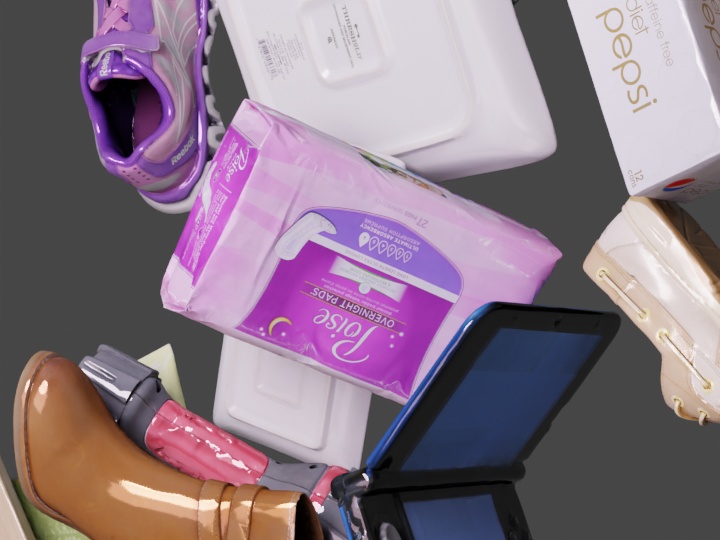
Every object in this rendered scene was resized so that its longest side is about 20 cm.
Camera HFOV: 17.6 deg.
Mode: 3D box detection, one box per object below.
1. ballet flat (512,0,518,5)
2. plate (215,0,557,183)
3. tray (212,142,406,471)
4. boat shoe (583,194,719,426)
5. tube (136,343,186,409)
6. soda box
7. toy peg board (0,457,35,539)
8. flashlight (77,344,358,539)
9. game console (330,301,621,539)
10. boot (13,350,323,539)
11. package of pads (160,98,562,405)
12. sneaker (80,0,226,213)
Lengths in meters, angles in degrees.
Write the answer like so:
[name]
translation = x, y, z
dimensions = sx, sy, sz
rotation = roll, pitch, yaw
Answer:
[ballet flat]
translation = 0.013, -0.211, 1.349
dimensions = 0.072, 0.072, 0.200
rotation = -48, 68, 17
[plate]
translation = -0.003, -0.137, 1.325
dimensions = 0.199, 0.032, 0.201
rotation = -12, 101, 38
[tray]
translation = -0.036, 0.019, 1.361
dimensions = 0.107, 0.022, 0.201
rotation = 20, 112, 28
[boat shoe]
translation = 0.190, 0.049, 1.245
dimensions = 0.069, 0.074, 0.200
rotation = -45, 59, 21
[tube]
translation = -0.117, 0.150, 1.412
dimensions = 0.201, 0.058, 0.052
rotation = 69, 155, 18
[soda box]
translation = 0.159, -0.141, 1.262
dimensions = 0.068, 0.064, 0.201
rotation = -26, 72, 33
[toy peg board]
translation = -0.288, 0.202, 1.487
dimensions = 0.199, 0.098, 0.201
rotation = -28, 75, 7
[flashlight]
translation = -0.079, 0.110, 1.359
dimensions = 0.199, 0.068, 0.068
rotation = 30, 110, 12
[game console]
translation = 0.083, 0.119, 1.221
dimensions = 0.118, 0.200, 0.171
rotation = -24, 77, 25
[boot]
translation = -0.100, 0.129, 1.306
dimensions = 0.154, 0.074, 0.201
rotation = -5, 119, 33
[package of pads]
translation = 0.000, 0.000, 1.283
dimensions = 0.121, 0.199, 0.076
rotation = -64, 24, 8
[sneaker]
translation = -0.135, -0.137, 1.415
dimensions = 0.080, 0.088, 0.201
rotation = -14, 80, 28
